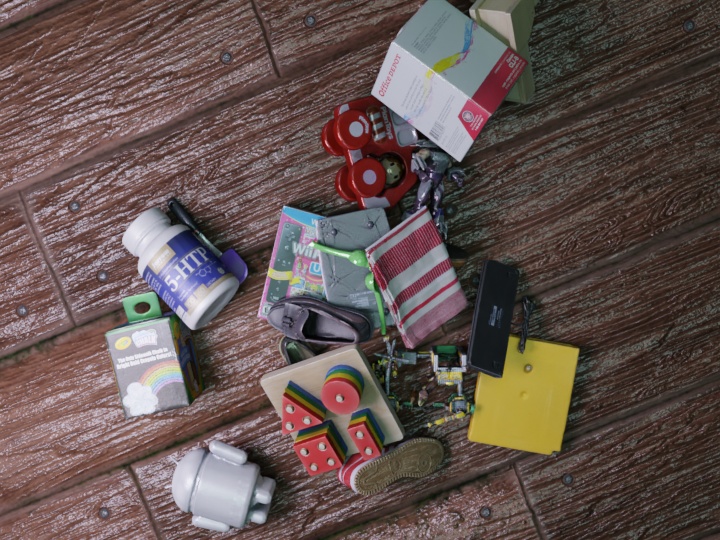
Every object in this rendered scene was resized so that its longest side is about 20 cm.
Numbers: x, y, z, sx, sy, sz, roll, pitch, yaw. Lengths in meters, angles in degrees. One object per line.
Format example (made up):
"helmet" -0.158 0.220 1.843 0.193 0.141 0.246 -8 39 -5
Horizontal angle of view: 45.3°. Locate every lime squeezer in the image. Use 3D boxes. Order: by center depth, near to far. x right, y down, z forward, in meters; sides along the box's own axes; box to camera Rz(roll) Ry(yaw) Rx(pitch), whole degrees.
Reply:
"lime squeezer" 0.001 0.013 1.446 0.070 0.038 0.201 -39 96 6

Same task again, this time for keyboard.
"keyboard" 0.252 0.089 1.526 0.125 0.021 0.204 20 71 -20

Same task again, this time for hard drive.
"hard drive" 0.000 0.000 1.485 0.132 0.042 0.205 -11 97 3

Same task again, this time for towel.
"towel" 0.099 0.014 1.463 0.143 0.023 0.203 -35 116 -20

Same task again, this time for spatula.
"spatula" -0.280 -0.054 1.559 0.056 0.021 0.201 -41 92 8

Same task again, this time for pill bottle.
"pill bottle" -0.318 -0.008 1.511 0.200 0.120 0.120 45 94 5

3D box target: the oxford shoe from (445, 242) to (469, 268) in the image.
"oxford shoe" 0.096 -0.011 1.542 0.195 0.072 0.073 -1 115 6

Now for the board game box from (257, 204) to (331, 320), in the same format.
"board game box" -0.091 0.000 1.540 0.144 0.064 0.205 14 94 -1

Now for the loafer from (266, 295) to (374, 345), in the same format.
"loafer" -0.076 0.088 1.458 0.195 0.063 0.074 8 106 21

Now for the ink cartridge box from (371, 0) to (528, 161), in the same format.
"ink cartridge box" 0.144 -0.320 1.433 0.198 0.146 0.146 37 63 2

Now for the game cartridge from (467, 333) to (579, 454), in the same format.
"game cartridge" 0.295 0.223 1.570 0.172 0.032 0.205 10 97 0

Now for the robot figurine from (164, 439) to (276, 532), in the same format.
"robot figurine" -0.253 0.388 1.548 0.195 0.113 0.174 15 101 0

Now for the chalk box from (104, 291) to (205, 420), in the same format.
"chalk box" -0.366 0.141 1.527 0.122 0.124 0.205 -12 93 3

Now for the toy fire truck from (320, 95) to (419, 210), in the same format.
"toy fire truck" 0.033 -0.210 1.507 0.165 0.112 0.205 -19 95 -16

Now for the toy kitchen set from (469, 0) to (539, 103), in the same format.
"toy kitchen set" 0.250 -0.438 1.506 0.161 0.182 0.201 18 56 35

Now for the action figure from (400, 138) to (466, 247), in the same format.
"action figure" 0.128 -0.149 1.504 0.128 0.069 0.205 4 101 -36

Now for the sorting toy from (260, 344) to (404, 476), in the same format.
"sorting toy" -0.053 0.253 1.501 0.196 0.070 0.201 -20 112 21

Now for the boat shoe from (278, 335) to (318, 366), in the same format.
"boat shoe" -0.079 0.200 1.554 0.073 0.065 0.200 -42 93 3

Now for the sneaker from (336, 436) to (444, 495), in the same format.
"sneaker" 0.049 0.347 1.572 0.196 0.112 0.073 -13 93 -28

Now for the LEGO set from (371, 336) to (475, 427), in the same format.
"LEGO set" 0.113 0.202 1.525 0.195 0.116 0.158 8 95 1
